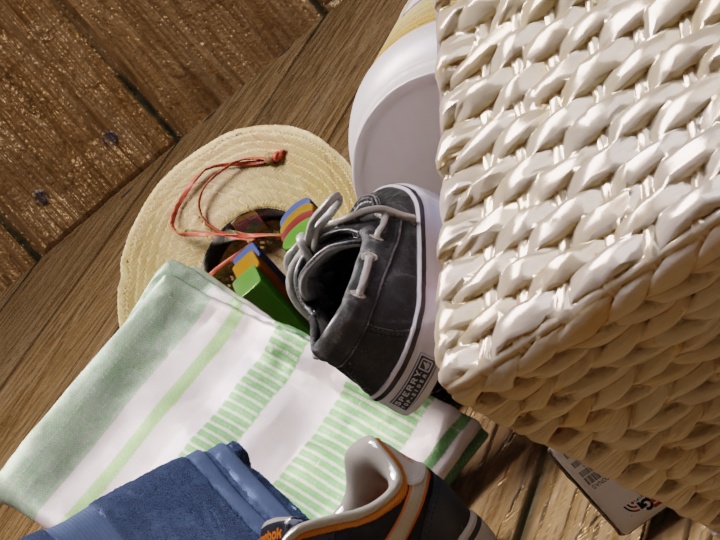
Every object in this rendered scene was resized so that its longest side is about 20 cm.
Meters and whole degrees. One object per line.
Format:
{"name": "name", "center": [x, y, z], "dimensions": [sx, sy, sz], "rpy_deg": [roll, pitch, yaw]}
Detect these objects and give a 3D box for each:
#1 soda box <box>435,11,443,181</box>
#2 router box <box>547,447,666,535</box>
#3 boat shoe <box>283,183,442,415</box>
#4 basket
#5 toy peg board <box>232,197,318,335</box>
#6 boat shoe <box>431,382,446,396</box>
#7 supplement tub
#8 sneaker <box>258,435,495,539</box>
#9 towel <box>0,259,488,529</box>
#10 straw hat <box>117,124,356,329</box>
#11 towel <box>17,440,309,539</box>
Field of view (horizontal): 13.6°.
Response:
{"name": "soda box", "center": [0.077, -0.089, 1.553], "dimensions": [0.068, 0.201, 0.064], "rpy_deg": [-4, 7, -7]}
{"name": "router box", "center": [0.174, 0.003, 1.174], "dimensions": [0.200, 0.051, 0.149], "rpy_deg": [-38, 9, 28]}
{"name": "boat shoe", "center": [-0.001, 0.002, 1.425], "dimensions": [0.074, 0.068, 0.200], "rpy_deg": [-58, 14, 23]}
{"name": "basket", "center": [0.138, -0.045, 1.001], "dimensions": [0.200, 0.160, 0.199], "rpy_deg": [-35, 42, 40]}
{"name": "toy peg board", "center": [-0.063, 0.035, 1.751], "dimensions": [0.200, 0.098, 0.199], "rpy_deg": [-42, 21, 3]}
{"name": "boat shoe", "center": [-0.002, 0.072, 1.586], "dimensions": [0.199, 0.072, 0.072], "rpy_deg": [-19, 60, 34]}
{"name": "supplement tub", "center": [0.072, -0.087, 1.704], "dimensions": [0.144, 0.144, 0.200], "rpy_deg": [-39, 10, 23]}
{"name": "sneaker", "center": [-0.031, 0.156, 1.266], "dimensions": [0.200, 0.079, 0.078], "rpy_deg": [-50, 13, -28]}
{"name": "towel", "center": [-0.059, 0.087, 1.427], "dimensions": [0.153, 0.199, 0.023], "rpy_deg": [-52, -33, -20]}
{"name": "straw hat", "center": [-0.057, 0.010, 1.942], "dimensions": [0.200, 0.085, 0.202], "rpy_deg": [-17, 53, 24]}
{"name": "towel", "center": [-0.109, 0.156, 1.326], "dimensions": [0.199, 0.112, 0.049], "rpy_deg": [-26, -41, -24]}
